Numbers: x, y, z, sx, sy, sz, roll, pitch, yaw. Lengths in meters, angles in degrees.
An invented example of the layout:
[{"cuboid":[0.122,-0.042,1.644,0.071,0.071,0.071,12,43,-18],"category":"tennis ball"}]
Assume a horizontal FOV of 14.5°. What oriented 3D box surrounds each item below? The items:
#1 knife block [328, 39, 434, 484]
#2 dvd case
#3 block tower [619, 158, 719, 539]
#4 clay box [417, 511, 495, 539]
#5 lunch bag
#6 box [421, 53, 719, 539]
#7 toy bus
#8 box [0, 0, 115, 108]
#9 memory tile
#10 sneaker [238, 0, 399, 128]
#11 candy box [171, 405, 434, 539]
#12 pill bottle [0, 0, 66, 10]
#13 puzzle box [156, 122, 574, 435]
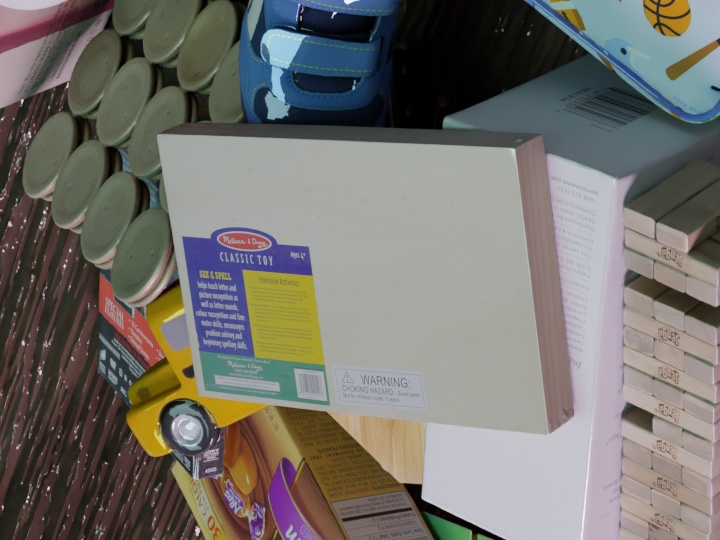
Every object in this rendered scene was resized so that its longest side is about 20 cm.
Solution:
[{"cuboid":[0.018,-0.017,1.414,0.200,0.064,0.176,44,122,3],"category":"knife block"},{"cuboid":[-0.105,-0.008,1.519,0.146,0.022,0.200,40,133,55],"category":"dvd case"},{"cuboid":[0.152,0.055,1.260,0.054,0.058,0.200,26,133,38],"category":"block tower"},{"cuboid":[0.088,0.222,1.463,0.115,0.048,0.200,17,120,52],"category":"clay box"},{"cuboid":[0.122,-0.169,1.252,0.200,0.076,0.160,42,134,19],"category":"lunch bag"},{"cuboid":[0.107,0.016,1.312,0.097,0.124,0.200,22,122,34],"category":"box"},{"cuboid":[-0.033,0.020,1.377,0.200,0.065,0.078,-26,98,30],"category":"toy bus"},{"cuboid":[-0.239,-0.152,1.495,0.128,0.200,0.109,47,134,15],"category":"box"},{"cuboid":[-0.107,-0.076,1.443,0.153,0.017,0.200,-60,31,9],"category":"memory tile"},{"cuboid":[-0.015,-0.129,1.296,0.074,0.082,0.200,4,99,-6],"category":"sneaker"},{"cuboid":[-0.021,0.145,1.495,0.200,0.056,0.117,62,141,31],"category":"candy box"},{"cuboid":[-0.143,-0.192,1.389,0.113,0.200,0.113,19,120,36],"category":"pill bottle"},{"cuboid":[0.000,0.000,1.282,0.200,0.025,0.133,5,111,35],"category":"puzzle box"}]
